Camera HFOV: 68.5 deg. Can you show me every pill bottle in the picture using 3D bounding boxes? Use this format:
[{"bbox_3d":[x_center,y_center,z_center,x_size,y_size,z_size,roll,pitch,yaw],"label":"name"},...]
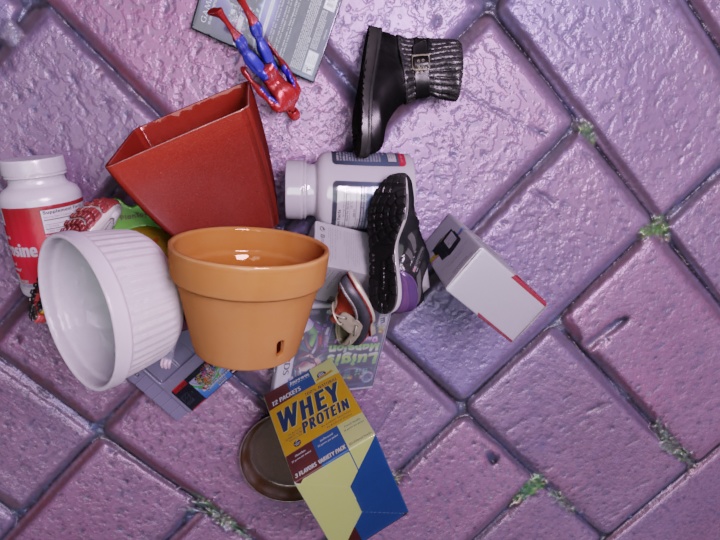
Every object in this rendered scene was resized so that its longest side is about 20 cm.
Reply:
[{"bbox_3d":[-0.019,-0.126,0.837,0.196,0.120,0.122,1,107,-6],"label":"pill bottle"},{"bbox_3d":[-0.476,-0.069,0.806,0.110,0.112,0.204,-5,108,-5],"label":"pill bottle"}]

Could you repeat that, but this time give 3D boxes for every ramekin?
[{"bbox_3d":[-0.319,0.042,0.685,0.198,0.104,0.204,13,111,36],"label":"ramekin"}]

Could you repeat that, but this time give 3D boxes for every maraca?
[{"bbox_3d":[-0.341,-0.019,0.839,0.135,0.107,0.203,-15,108,-23],"label":"maraca"}]

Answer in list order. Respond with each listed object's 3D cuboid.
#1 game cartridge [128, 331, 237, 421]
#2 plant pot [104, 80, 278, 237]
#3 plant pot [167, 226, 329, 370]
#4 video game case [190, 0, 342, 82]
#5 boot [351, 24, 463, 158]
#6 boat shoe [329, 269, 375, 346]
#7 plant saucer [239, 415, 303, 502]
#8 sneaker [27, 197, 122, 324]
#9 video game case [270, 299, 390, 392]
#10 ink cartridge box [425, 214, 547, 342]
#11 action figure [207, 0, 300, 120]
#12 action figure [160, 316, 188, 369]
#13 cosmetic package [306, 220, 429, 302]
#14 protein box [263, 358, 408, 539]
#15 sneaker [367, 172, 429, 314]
[{"bbox_3d":[-0.298,0.165,0.942,0.199,0.038,0.130,-41,103,7],"label":"game cartridge"},{"bbox_3d":[-0.218,-0.140,0.781,0.197,0.201,0.178,-22,120,1],"label":"plant pot"},{"bbox_3d":[-0.143,0.034,0.676,0.196,0.200,0.143,4,105,-8],"label":"plant pot"},{"bbox_3d":[-0.137,-0.393,0.795,0.197,0.019,0.145,20,103,-11],"label":"video game case"},{"bbox_3d":[0.074,-0.263,0.798,0.155,0.079,0.215,9,83,-9],"label":"boot"},{"bbox_3d":[-0.016,0.065,0.809,0.062,0.201,0.072,-23,66,-7],"label":"boat shoe"},{"bbox_3d":[-0.132,0.352,1.018,0.196,0.032,0.204,-2,107,-6],"label":"plant saucer"},{"bbox_3d":[-0.401,-0.013,0.772,0.082,0.077,0.202,28,90,-49],"label":"sneaker"},{"bbox_3d":[-0.049,0.134,0.921,0.197,0.023,0.185,0,116,-27],"label":"video game case"},{"bbox_3d":[0.192,0.005,0.860,0.145,0.200,0.083,37,103,-15],"label":"ink cartridge box"},{"bbox_3d":[-0.142,-0.302,0.776,0.066,0.051,0.201,-47,134,-13],"label":"action figure"},{"bbox_3d":[-0.233,0.052,0.783,0.196,0.134,0.151,6,116,-8],"label":"action figure"},{"bbox_3d":[0.000,0.000,0.856,0.197,0.082,0.113,12,148,-19],"label":"cosmetic package"},{"bbox_3d":[-0.042,0.300,0.871,0.133,0.200,0.201,-27,122,-10],"label":"protein box"},{"bbox_3d":[0.062,-0.039,0.784,0.087,0.075,0.204,0,96,-43],"label":"sneaker"}]
